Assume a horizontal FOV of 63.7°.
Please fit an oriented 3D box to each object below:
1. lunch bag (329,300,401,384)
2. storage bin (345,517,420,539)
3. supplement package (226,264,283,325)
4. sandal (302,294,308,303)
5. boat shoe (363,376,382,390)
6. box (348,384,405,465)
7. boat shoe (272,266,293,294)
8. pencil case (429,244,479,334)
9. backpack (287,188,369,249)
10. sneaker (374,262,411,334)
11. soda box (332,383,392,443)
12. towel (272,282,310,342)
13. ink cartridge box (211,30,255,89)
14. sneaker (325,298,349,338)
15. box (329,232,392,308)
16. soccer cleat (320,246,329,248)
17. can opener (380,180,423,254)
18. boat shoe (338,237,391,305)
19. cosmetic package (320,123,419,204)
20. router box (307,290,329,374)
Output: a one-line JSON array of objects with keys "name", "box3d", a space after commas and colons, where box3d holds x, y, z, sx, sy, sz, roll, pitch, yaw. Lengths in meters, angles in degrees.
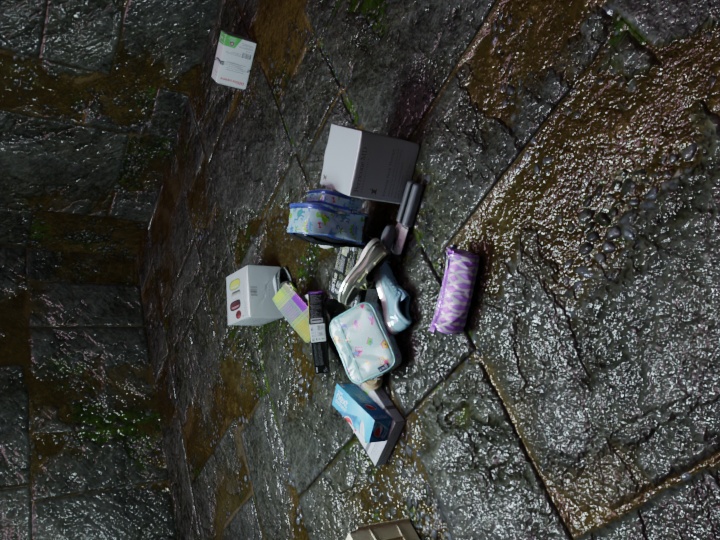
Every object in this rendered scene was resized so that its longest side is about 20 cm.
[{"name": "lunch bag", "box3d": [0.011, 0.198, 1.556, 0.158, 0.077, 0.204, -27, 79, 16]}, {"name": "storage bin", "box3d": [0.037, 0.739, 1.454, 0.094, 0.195, 0.203, 51, 127, 48]}, {"name": "supplement package", "box3d": [-0.403, 0.099, 2.196, 0.198, 0.144, 0.196, -22, 69, 51]}, {"name": "sandal", "box3d": [-0.177, 0.129, 1.944, 0.082, 0.050, 0.203, 43, 138, 1]}, {"name": "boat shoe", "box3d": [0.008, 0.238, 1.632, 0.070, 0.065, 0.203, -22, 58, 3]}, {"name": "box", "box3d": [0.035, 0.412, 1.623, 0.201, 0.040, 0.159, 50, 126, 46]}, {"name": "boat shoe", "box3d": [-0.270, 0.066, 2.069, 0.202, 0.071, 0.072, 60, 137, 42]}, {"name": "pencil case", "box3d": [0.219, 0.047, 1.349, 0.083, 0.084, 0.205, 22, 105, 55]}, {"name": "backpack", "box3d": [-0.095, -0.142, 1.578, 0.181, 0.196, 0.151, 5, 89, 55]}, {"name": "sneaker", "box3d": [0.097, 0.064, 1.551, 0.081, 0.073, 0.205, -25, 68, 31]}, {"name": "soda box", "box3d": [0.001, 0.386, 1.585, 0.199, 0.063, 0.069, 32, 112, 52]}, {"name": "towel", "box3d": [-0.204, 0.142, 1.921, 0.201, 0.023, 0.143, 49, 137, 1]}, {"name": "ink cartridge box", "box3d": [-0.548, -0.906, 2.500, 0.084, 0.143, 0.204, 46, 123, 45]}, {"name": "sneaker", "box3d": [-0.067, 0.159, 1.758, 0.201, 0.079, 0.075, 56, 130, 42]}, {"name": "box", "box3d": [0.000, 0.000, 1.671, 0.163, 0.085, 0.205, 27, 109, 53]}, {"name": "soccer cleat", "box3d": [-0.072, -0.103, 1.797, 0.199, 0.069, 0.088, -38, 52, 46]}, {"name": "can opener", "box3d": [0.107, -0.139, 1.545, 0.053, 0.066, 0.204, 36, 117, 49]}, {"name": "boat shoe", "box3d": [0.009, 0.013, 1.544, 0.060, 0.072, 0.204, 37, 105, 20]}, {"name": "cosmetic package", "box3d": [0.023, -0.286, 1.567, 0.165, 0.196, 0.172, 30, 112, 52]}, {"name": "router box", "box3d": [-0.127, 0.189, 1.763, 0.151, 0.050, 0.204, -98, 4, -54]}]
